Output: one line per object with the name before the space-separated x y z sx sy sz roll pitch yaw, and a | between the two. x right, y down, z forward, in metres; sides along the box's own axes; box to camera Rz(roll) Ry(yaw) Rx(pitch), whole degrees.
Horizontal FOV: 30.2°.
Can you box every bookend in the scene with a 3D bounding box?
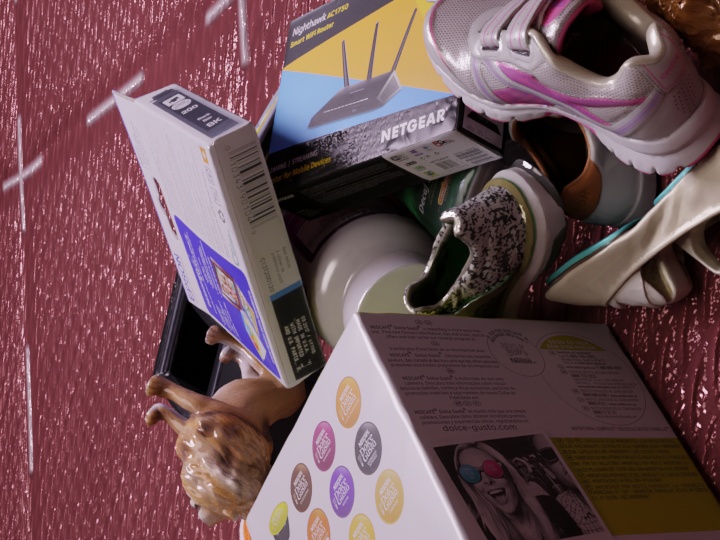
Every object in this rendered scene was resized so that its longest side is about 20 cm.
bookend | -0.092 0.060 1.194 0.200 0.091 0.200 43 123 49

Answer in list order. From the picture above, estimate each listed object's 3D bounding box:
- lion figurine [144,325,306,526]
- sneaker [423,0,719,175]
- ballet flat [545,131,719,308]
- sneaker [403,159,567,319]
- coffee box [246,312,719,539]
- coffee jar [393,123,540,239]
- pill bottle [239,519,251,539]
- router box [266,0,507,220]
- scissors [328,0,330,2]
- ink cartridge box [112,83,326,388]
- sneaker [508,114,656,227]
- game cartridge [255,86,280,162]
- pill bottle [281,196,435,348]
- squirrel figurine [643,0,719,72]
lion figurine | -0.090 0.108 1.044 0.122 0.200 0.073 26 131 15
sneaker | 0.114 -0.131 0.761 0.199 0.088 0.082 24 69 35
ballet flat | 0.185 -0.016 0.789 0.200 0.069 0.070 -46 50 45
sneaker | 0.057 0.019 0.856 0.077 0.088 0.201 51 139 37
coffee box | 0.074 0.164 0.819 0.201 0.198 0.199 -62 39 35
coffee jar | 0.057 -0.088 0.972 0.200 0.085 0.105 43 121 51
pill bottle | -0.007 0.167 1.030 0.200 0.113 0.115 -56 44 41
router box | 0.019 -0.129 0.921 0.199 0.051 0.151 -16 60 47
scissors | -0.043 -0.268 1.213 0.199 0.014 0.074 6 95 57
ink cartridge box | -0.108 -0.036 1.002 0.200 0.043 0.200 32 143 55
sneaker | 0.133 -0.128 0.856 0.073 0.084 0.202 -38 55 52
game cartridge | -0.080 -0.101 1.136 0.201 0.040 0.133 -65 7 -32
pill bottle | 0.000 0.000 1.010 0.200 0.111 0.113 -134 54 -60
squirrel figurine | 0.168 -0.214 0.723 0.186 0.142 0.201 32 149 21
